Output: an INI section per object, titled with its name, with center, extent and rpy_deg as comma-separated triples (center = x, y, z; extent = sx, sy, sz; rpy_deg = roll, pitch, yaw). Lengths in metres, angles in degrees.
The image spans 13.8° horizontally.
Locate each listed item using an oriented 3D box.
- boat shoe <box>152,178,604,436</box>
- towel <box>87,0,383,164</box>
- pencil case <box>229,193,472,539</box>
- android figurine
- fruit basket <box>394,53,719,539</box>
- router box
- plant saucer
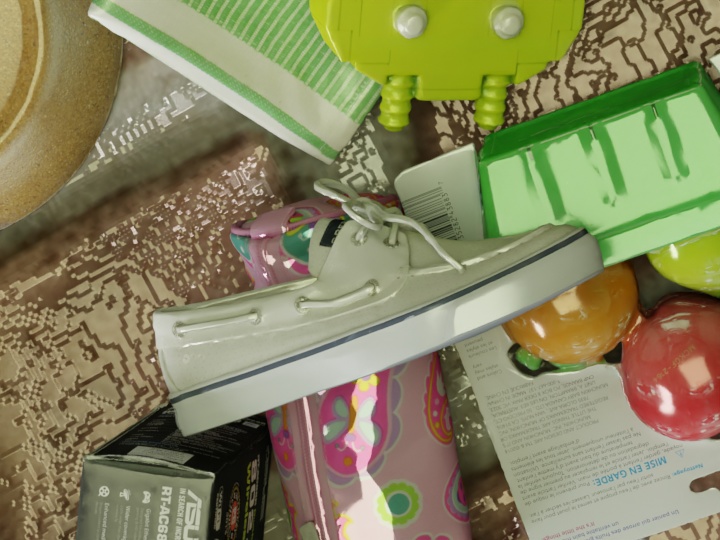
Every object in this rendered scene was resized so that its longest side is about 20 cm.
[boat shoe]
center = 0.001, 0.000, 1.275
extent = 0.201, 0.075, 0.087
rpy_deg = -20, 89, 19
[towel]
center = -0.013, -0.161, 1.326
extent = 0.152, 0.023, 0.200
rpy_deg = 30, 102, -26
[pencil case]
center = -0.003, 0.066, 1.352
extent = 0.087, 0.087, 0.201
rpy_deg = -9, 94, 8
[android figurine]
center = 0.043, -0.158, 1.312
extent = 0.181, 0.041, 0.201
rpy_deg = 0, 110, -17
[fruit basket]
center = 0.134, 0.015, 1.341
extent = 0.184, 0.094, 0.201
rpy_deg = -20, 108, 10
[router box]
center = -0.088, 0.170, 1.342
extent = 0.062, 0.150, 0.201
rpy_deg = 7, 97, 7
[plant saucer]
center = -0.211, -0.110, 1.388
extent = 0.199, 0.035, 0.202
rpy_deg = 1, 96, 8
